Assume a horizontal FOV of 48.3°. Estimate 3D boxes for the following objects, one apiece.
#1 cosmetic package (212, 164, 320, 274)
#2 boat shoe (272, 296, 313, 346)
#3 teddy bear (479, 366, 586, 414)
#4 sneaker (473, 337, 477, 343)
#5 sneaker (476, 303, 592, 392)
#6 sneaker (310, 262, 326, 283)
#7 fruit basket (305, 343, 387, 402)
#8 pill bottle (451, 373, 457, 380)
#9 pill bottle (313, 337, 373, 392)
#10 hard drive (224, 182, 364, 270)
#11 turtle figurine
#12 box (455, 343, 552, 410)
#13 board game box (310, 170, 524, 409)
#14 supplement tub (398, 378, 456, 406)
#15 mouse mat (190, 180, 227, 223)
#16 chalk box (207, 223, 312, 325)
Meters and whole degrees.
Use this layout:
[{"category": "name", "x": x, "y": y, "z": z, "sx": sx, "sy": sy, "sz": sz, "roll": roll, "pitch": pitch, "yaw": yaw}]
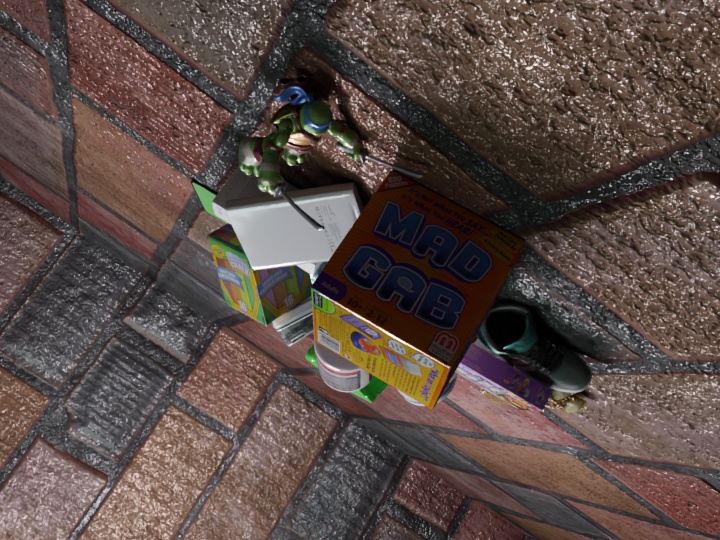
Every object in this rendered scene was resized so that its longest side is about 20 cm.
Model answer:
[{"category": "cosmetic package", "x": -0.134, "y": -0.090, "z": 1.326, "sx": 0.200, "sy": 0.102, "sz": 0.074, "roll": 33, "pitch": 165, "yaw": 4}, {"category": "boat shoe", "x": -0.063, "y": 0.076, "z": 1.468, "sx": 0.071, "sy": 0.200, "sz": 0.072, "roll": 61, "pitch": -162, "yaw": -8}, {"category": "teddy bear", "x": 0.311, "y": 0.209, "z": 1.449, "sx": 0.145, "sy": 0.067, "sz": 0.200, "roll": 29, "pitch": 160, "yaw": -23}, {"category": "sneaker", "x": 0.127, "y": 0.058, "z": 1.358, "sx": 0.200, "sy": 0.073, "sz": 0.077, "roll": 38, "pitch": -168, "yaw": -23}, {"category": "sneaker", "x": 0.261, "y": 0.114, "z": 1.219, "sx": 0.200, "sy": 0.084, "sz": 0.121, "roll": 29, "pitch": 173, "yaw": 17}, {"category": "sneaker", "x": -0.086, "y": -0.004, "z": 1.512, "sx": 0.200, "sy": 0.074, "sz": 0.082, "roll": 26, "pitch": 176, "yaw": 20}, {"category": "fruit basket", "x": -0.031, "y": 0.154, "z": 1.690, "sx": 0.216, "sy": 0.156, "sz": 0.216, "roll": 42, "pitch": 174, "yaw": 5}, {"category": "pill bottle", "x": 0.096, "y": 0.112, "z": 1.425, "sx": 0.200, "sy": 0.109, "sz": 0.109, "roll": 46, "pitch": 164, "yaw": 2}, {"category": "pill bottle", "x": -0.024, "y": 0.154, "z": 1.439, "sx": 0.111, "sy": 0.111, "sz": 0.200, "roll": 29, "pitch": 160, "yaw": 12}, {"category": "hard drive", "x": -0.089, "y": -0.064, "z": 1.218, "sx": 0.200, "sy": 0.026, "sz": 0.132, "roll": -6, "pitch": 133, "yaw": 15}, {"category": "turtle figurine", "x": -0.069, "y": -0.132, "z": 1.007, "sx": 0.200, "sy": 0.144, "sz": 0.194, "roll": 43, "pitch": 165, "yaw": -21}, {"category": "box", "x": 0.195, "y": 0.159, "z": 1.288, "sx": 0.200, "sy": 0.039, "sz": 0.137, "roll": 30, "pitch": 170, "yaw": 1}, {"category": "board game box", "x": 0.070, "y": 0.032, "z": 1.085, "sx": 0.200, "sy": 0.200, "sz": 0.200, "roll": 30, "pitch": 158, "yaw": 11}, {"category": "supplement tub", "x": 0.104, "y": 0.174, "z": 1.590, "sx": 0.132, "sy": 0.132, "sz": 0.200, "roll": 21, "pitch": 159, "yaw": 36}, {"category": "mouse mat", "x": -0.257, "y": -0.109, "z": 1.665, "sx": 0.200, "sy": 0.008, "sz": 0.161, "roll": 31, "pitch": 164, "yaw": 11}, {"category": "chalk box", "x": -0.182, "y": -0.028, "z": 1.439, "sx": 0.124, "sy": 0.124, "sz": 0.200, "roll": 23, "pitch": 136, "yaw": 41}]
